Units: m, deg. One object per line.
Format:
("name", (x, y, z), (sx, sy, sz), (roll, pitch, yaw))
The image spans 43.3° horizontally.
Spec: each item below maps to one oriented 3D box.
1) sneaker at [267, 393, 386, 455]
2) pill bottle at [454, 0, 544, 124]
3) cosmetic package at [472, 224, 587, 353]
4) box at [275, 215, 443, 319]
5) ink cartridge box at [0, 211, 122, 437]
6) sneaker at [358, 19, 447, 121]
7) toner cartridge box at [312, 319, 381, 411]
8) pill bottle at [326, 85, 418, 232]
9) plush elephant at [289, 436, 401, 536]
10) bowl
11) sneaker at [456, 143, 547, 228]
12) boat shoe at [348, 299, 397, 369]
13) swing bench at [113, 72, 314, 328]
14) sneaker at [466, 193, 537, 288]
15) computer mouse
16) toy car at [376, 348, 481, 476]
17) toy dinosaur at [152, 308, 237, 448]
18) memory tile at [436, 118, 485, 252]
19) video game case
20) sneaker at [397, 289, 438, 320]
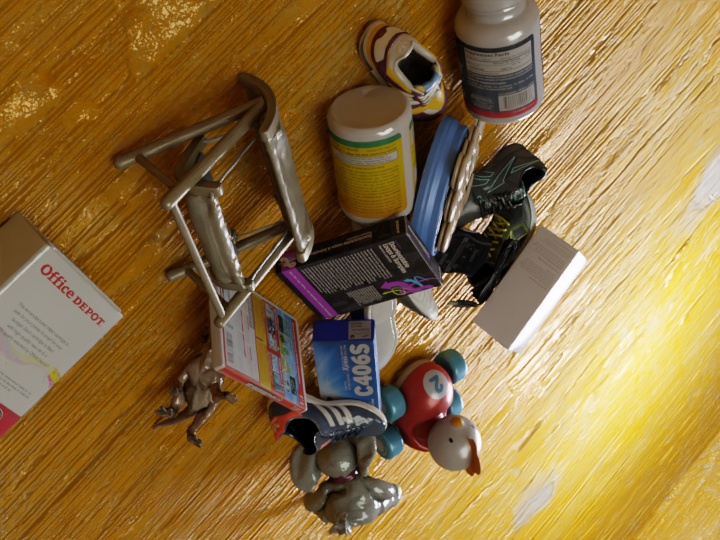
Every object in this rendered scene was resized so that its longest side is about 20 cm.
("sneaker", (-0.049, 0.244, 1.386), (0.197, 0.085, 0.075), (12, 133, -20))
("pill bottle", (0.191, -0.317, 1.251), (0.119, 0.119, 0.202), (-37, 139, -20))
("cosmetic package", (0.288, 0.034, 1.542), (0.202, 0.084, 0.107), (-57, 157, 7))
("box", (0.000, 0.000, 1.261), (0.197, 0.037, 0.143), (-15, 145, 19))
("ink cartridge box", (-0.378, 0.063, 0.969), (0.200, 0.083, 0.146), (-46, 141, -11))
("sneaker", (0.076, -0.248, 1.205), (0.076, 0.090, 0.199), (-55, 142, 2))
("toner cartridge box", (-0.018, 0.159, 1.400), (0.093, 0.044, 0.202), (-1, 134, 5))
("pill bottle", (0.020, -0.133, 1.216), (0.112, 0.112, 0.202), (-33, 137, -24))
("plush elephant", (-0.028, 0.337, 1.504), (0.200, 0.162, 0.158), (3, 80, -81))
("bowl", (0.114, -0.117, 1.299), (0.201, 0.039, 0.204), (16, 89, -81))
("sneaker", (0.212, -0.128, 1.448), (0.199, 0.079, 0.076), (-41, 141, -14))
("boat shoe", (0.013, 0.084, 1.411), (0.073, 0.060, 0.202), (-25, 142, -21))
("swing bench", (-0.148, -0.083, 1.064), (0.199, 0.129, 0.201), (-37, 139, -21))
("sneaker", (0.237, -0.048, 1.535), (0.084, 0.074, 0.203), (-16, 128, -37))
("computer mouse", (0.159, -0.006, 1.465), (0.198, 0.046, 0.142), (5, 121, -43))
("toy car", (0.148, 0.270, 1.577), (0.183, 0.199, 0.179), (-25, 134, -31))
("toy dinosaur", (-0.207, 0.144, 1.220), (0.201, 0.085, 0.136), (-56, -169, 34))
("memory tile", (0.148, -0.129, 1.309), (0.201, 0.017, 0.155), (-63, 166, -55))
("video game case", (-0.136, 0.096, 1.214), (0.017, 0.145, 0.200), (-22, 147, 21))
("sneaker", (0.087, 0.014, 1.430), (0.081, 0.070, 0.200), (-56, 144, -11))
